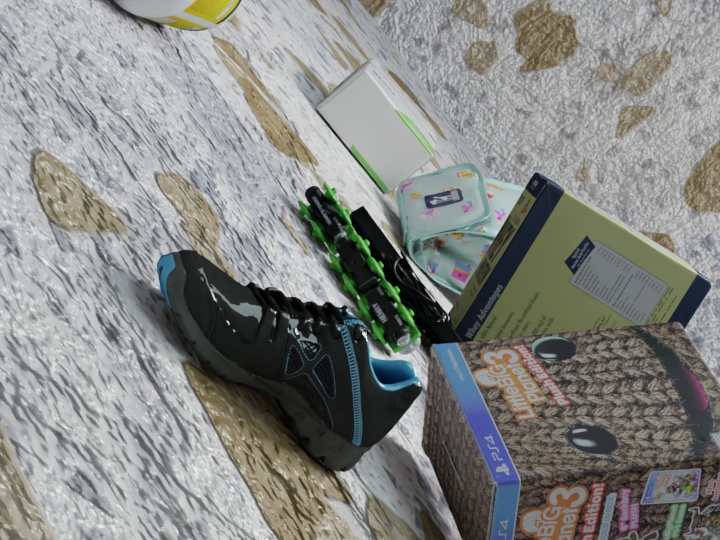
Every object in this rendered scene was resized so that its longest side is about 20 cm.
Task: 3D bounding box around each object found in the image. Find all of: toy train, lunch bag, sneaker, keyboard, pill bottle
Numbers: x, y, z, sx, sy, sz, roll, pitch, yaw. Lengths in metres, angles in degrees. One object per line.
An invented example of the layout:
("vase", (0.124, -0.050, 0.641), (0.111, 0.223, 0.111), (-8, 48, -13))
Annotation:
("toy train", (0.000, 0.000, 1.427), (0.201, 0.042, 0.056), (58, 2, 36))
("lunch bag", (0.139, -0.042, 1.918), (0.198, 0.123, 0.171), (19, 27, -14))
("sneaker", (-0.043, 0.040, 0.966), (0.200, 0.082, 0.073), (42, 15, -36))
("keyboard", (0.038, 0.024, 1.563), (0.201, 0.039, 0.104), (53, -13, 18))
("pill bottle", (-0.174, -0.282, 1.433), (0.113, 0.112, 0.200), (51, 10, 4))

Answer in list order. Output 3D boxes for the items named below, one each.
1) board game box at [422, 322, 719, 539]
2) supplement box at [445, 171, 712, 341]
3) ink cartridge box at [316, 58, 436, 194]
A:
("board game box", (0.162, 0.129, 1.148), (0.160, 0.198, 0.098), (-114, -158, -54))
("supplement box", (0.220, 0.035, 1.645), (0.199, 0.201, 0.134), (31, 7, -3))
("ink cartridge box", (0.025, -0.195, 2.090), (0.146, 0.084, 0.200), (50, 10, -6))
